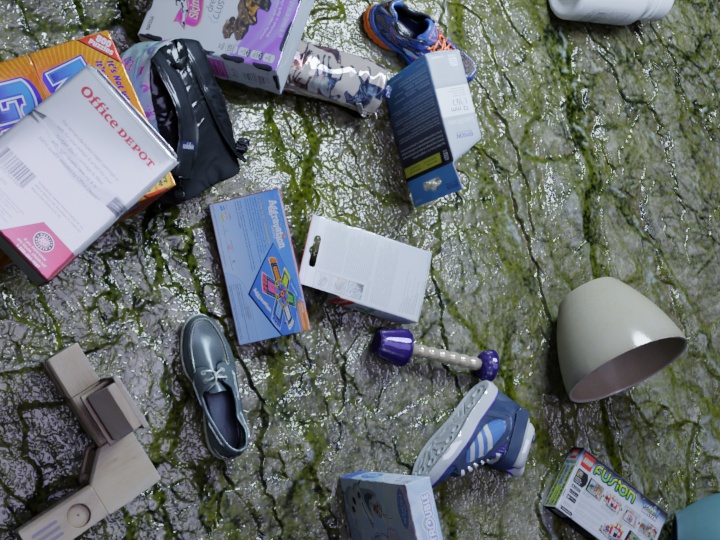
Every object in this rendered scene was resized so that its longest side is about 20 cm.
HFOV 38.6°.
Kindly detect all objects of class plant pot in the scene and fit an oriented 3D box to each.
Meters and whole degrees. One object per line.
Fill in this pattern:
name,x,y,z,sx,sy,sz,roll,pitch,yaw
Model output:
plant pot,0.572,0.447,1.649,0.134,0.200,0.201,4,79,11

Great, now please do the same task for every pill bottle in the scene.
pill bottle,0.427,-0.475,1.738,0.199,0.114,0.115,-1,83,-26

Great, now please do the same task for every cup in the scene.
cup,0.388,0.096,1.611,0.199,0.201,0.144,-8,60,-26

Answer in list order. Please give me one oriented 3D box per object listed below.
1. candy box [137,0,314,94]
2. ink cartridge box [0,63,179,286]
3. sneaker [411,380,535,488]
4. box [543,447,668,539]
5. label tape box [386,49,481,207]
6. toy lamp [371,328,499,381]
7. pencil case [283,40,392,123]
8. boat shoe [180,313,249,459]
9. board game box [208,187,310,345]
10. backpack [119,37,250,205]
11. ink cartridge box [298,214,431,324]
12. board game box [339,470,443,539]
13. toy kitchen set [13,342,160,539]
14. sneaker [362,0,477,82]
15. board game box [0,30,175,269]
candy box,-0.179,-0.352,1.406,0.199,0.072,0.169,15,75,6
ink cartridge box,-0.321,-0.103,1.115,0.146,0.085,0.200,48,68,-12
sneaker,0.183,0.279,1.528,0.146,0.080,0.200,46,67,-14
box,0.394,0.383,1.640,0.200,0.035,0.110,39,68,-16
label tape box,0.112,-0.209,1.530,0.066,0.143,0.201,-15,89,-26
toy lamp,0.112,0.125,1.530,0.199,0.058,0.059,12,77,-23
pencil case,-0.056,-0.282,1.497,0.199,0.078,0.090,11,63,-24
boat shoe,-0.189,0.154,1.377,0.072,0.062,0.201,-12,88,-26
board game box,-0.140,-0.005,1.424,0.102,0.019,0.201,-12,88,3
backpack,-0.249,-0.201,1.347,0.167,0.126,0.201,-43,124,-52
ink cartridge box,0.000,0.000,1.499,0.199,0.050,0.110,18,76,-22
board game box,0.050,0.376,1.384,0.043,0.199,0.201,-11,88,-26
toy kitchen set,-0.358,0.214,1.230,0.180,0.163,0.201,-33,97,-26
sneaker,0.099,-0.348,1.581,0.199,0.078,0.076,26,73,-20
board game box,-0.377,-0.141,1.252,0.199,0.200,0.201,-25,94,-26
